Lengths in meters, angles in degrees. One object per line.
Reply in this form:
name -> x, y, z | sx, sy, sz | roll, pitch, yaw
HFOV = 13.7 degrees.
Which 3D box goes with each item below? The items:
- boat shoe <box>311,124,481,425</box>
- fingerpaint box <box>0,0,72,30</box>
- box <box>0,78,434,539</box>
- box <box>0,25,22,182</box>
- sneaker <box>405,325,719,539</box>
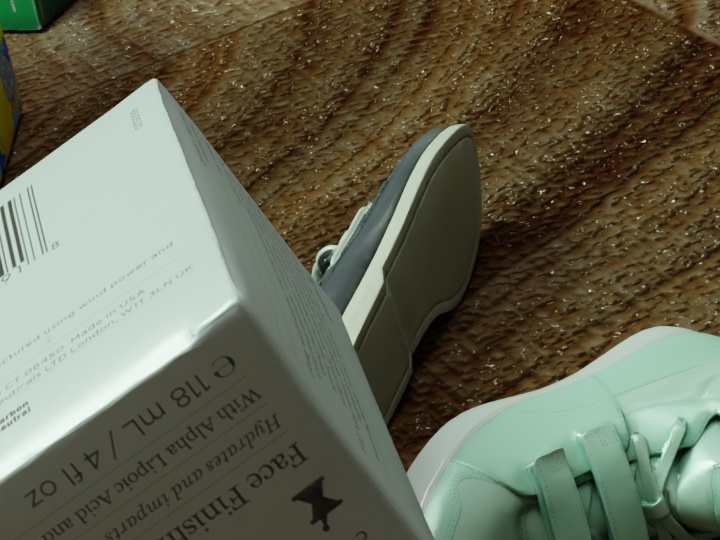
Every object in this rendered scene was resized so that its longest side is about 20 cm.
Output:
boat shoe -> 0.000, 0.000, 1.250 | 0.062, 0.073, 0.200 | 1, 35, 22
fingerpaint box -> -0.191, -0.260, 1.698 | 0.073, 0.201, 0.167 | 2, 30, 27
box -> -0.099, 0.069, 1.033 | 0.199, 0.131, 0.200 | -36, 27, 5
box -> -0.255, -0.117, 1.453 | 0.121, 0.201, 0.193 | -11, 26, 7
sneaker -> 0.099, 0.077, 1.044 | 0.118, 0.074, 0.200 | 5, 30, 45
